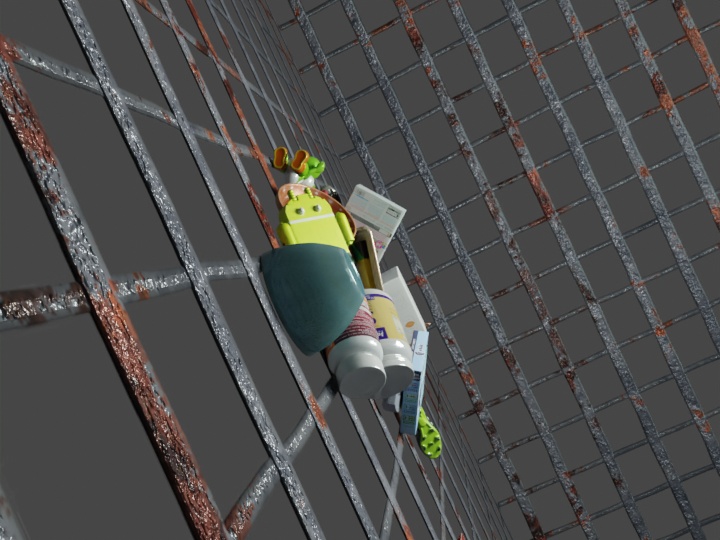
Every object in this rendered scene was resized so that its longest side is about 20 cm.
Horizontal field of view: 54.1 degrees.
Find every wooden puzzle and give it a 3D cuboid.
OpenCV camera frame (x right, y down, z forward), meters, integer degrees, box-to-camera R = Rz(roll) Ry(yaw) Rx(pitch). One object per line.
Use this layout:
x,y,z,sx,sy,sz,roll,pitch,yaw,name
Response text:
0.000,0.000,1.753,0.185,0.037,0.202,-14,-87,67,wooden puzzle

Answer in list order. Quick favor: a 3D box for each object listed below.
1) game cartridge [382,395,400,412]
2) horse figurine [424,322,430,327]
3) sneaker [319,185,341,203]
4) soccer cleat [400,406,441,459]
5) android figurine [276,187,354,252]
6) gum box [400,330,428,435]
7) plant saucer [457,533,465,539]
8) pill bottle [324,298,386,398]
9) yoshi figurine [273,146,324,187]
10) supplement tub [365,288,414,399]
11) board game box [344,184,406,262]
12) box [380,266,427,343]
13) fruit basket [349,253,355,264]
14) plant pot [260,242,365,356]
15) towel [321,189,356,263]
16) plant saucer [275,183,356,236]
0.086,0.277,1.722,0.200,0.041,0.135,50,53,-77,game cartridge
0.144,0.239,2.123,0.050,0.201,0.133,28,3,2,horse figurine
-0.095,-0.151,1.912,0.079,0.075,0.202,-124,-157,-43,sneaker
0.169,0.434,1.973,0.202,0.067,0.081,63,-6,-14,soccer cleat
-0.096,-0.079,1.470,0.181,0.041,0.202,-12,76,-40,android figurine
0.138,0.284,1.797,0.170,0.044,0.202,-68,162,-59,gum box
0.266,0.756,1.686,0.200,0.036,0.201,23,43,-79,plant saucer
-0.017,0.141,1.367,0.110,0.109,0.201,58,10,-43,pill bottle
-0.152,-0.267,1.801,0.113,0.111,0.200,60,2,16,yoshi figurine
0.028,0.157,1.512,0.146,0.144,0.201,57,10,-50,supplement tub
0.011,-0.104,1.866,0.146,0.201,0.064,29,12,2,board game box
0.084,0.119,2.038,0.106,0.151,0.202,-93,158,-73,box
-0.049,-0.014,1.640,0.200,0.093,0.186,46,-9,46,fruit basket
-0.070,0.032,1.244,0.200,0.134,0.202,-25,90,-83,plant pot
-0.077,-0.093,1.793,0.202,0.022,0.144,66,-27,6,towel
-0.102,-0.123,1.590,0.199,0.032,0.201,24,30,-15,plant saucer
